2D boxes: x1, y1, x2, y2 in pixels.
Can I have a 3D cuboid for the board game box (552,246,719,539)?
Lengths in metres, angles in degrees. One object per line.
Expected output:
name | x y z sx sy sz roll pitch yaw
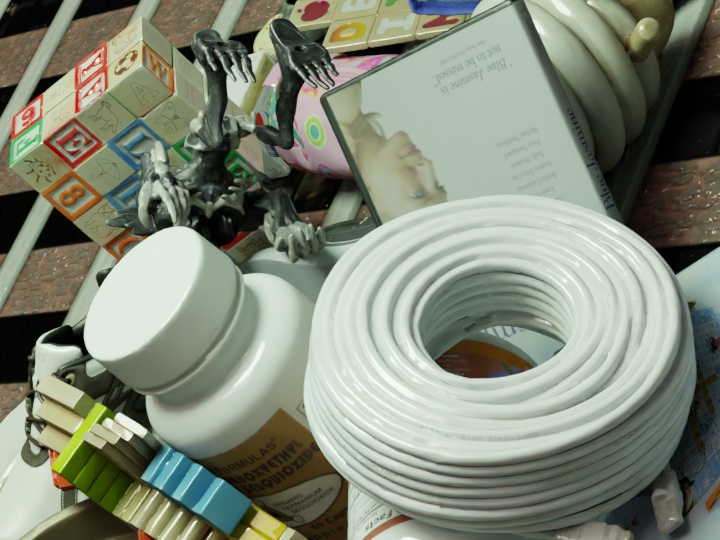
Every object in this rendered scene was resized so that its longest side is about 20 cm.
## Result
board game box | 0.198 0.067 1.235 0.199 0.041 0.200 -34 35 22

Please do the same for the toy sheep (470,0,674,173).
toy sheep | 0.105 -0.106 1.441 0.200 0.138 0.138 -34 29 -15

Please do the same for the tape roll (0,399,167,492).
tape roll | -0.179 0.155 1.562 0.202 0.071 0.203 -30 37 26

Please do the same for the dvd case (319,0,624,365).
dvd case | 0.072 -0.035 1.379 0.142 0.200 0.018 -24 1 33

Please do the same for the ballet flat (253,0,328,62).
ballet flat | -0.009 -0.228 1.776 0.200 0.057 0.066 -46 31 4

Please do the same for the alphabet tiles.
alphabet tiles | 0.052 -0.204 1.651 0.199 0.006 0.167 -7 38 21

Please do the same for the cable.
cable | 0.068 0.045 1.235 0.199 0.069 0.200 2 45 9

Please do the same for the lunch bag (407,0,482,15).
lunch bag | 0.118 -0.238 1.545 0.199 0.128 0.170 -2 34 -8

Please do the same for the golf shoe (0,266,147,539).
golf shoe | -0.180 0.085 1.487 0.200 0.094 0.078 -55 34 -8

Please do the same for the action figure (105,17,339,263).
action figure | -0.083 -0.052 1.486 0.102 0.119 0.200 -108 28 -43

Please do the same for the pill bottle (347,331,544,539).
pill bottle | 0.049 0.136 1.275 0.112 0.112 0.200 -30 37 26

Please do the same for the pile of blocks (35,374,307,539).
pile of blocks | -0.117 0.131 1.372 0.200 0.082 0.062 28 77 28

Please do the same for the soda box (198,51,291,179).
soda box | -0.127 -0.096 1.772 0.200 0.064 0.068 -11 48 43

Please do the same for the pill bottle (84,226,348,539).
pill bottle | -0.056 0.068 1.388 0.114 0.200 0.115 -31 36 26

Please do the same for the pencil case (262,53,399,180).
pencil case | 0.019 -0.100 1.584 0.200 0.087 0.088 10 64 53

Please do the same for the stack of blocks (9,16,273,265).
stack of blocks | -0.116 -0.054 1.586 0.115 0.200 0.059 -35 32 19

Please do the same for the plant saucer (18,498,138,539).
plant saucer | -0.125 0.212 1.379 0.199 0.030 0.200 -4 53 5

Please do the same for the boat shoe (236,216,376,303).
boat shoe | 0.000 0.000 1.529 0.200 0.069 0.057 -10 27 45
